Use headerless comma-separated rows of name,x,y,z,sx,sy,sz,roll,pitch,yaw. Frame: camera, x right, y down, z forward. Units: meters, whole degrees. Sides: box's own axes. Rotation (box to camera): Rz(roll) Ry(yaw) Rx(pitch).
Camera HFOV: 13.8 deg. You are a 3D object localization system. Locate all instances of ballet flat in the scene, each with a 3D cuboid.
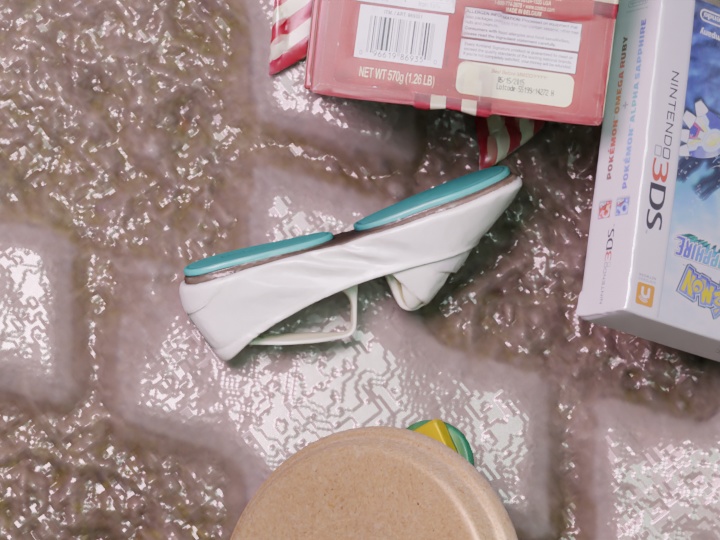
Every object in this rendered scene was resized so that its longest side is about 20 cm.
ballet flat,0.000,0.000,1.649,0.199,0.069,0.070,-18,78,-2

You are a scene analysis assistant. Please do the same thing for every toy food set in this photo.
toy food set,0.010,0.181,1.575,0.198,0.049,0.200,-33,65,24

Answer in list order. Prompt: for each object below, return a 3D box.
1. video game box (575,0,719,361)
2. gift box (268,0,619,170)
video game box,0.214,-0.040,1.622,0.200,0.047,0.183,16,77,-33
gift box,0.047,-0.156,1.624,0.184,0.187,0.201,11,96,-2
